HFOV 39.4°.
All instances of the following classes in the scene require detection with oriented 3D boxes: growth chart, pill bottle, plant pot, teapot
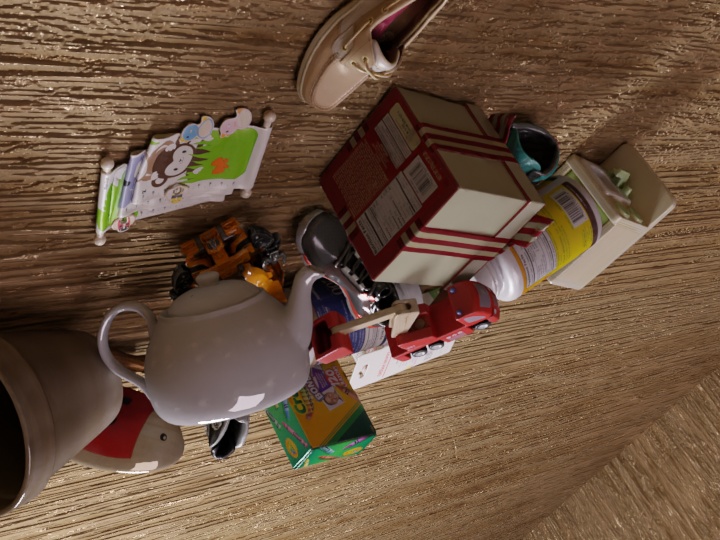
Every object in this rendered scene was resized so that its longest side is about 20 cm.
[{"bbox_3d":[-0.184,-0.102,1.044,0.199,0.018,0.145,-19,150,-25],"label":"growth chart"},{"bbox_3d":[0.210,-0.034,1.313,0.199,0.109,0.109,-32,155,-19],"label":"pill bottle"},{"bbox_3d":[-0.366,0.146,1.112,0.200,0.200,0.173,-49,165,31],"label":"plant pot"},{"bbox_3d":[-0.159,0.074,1.111,0.199,0.147,0.197,-21,-168,-37],"label":"teapot"},{"bbox_3d":[-0.017,0.058,1.380,0.199,0.111,0.111,-14,149,-30],"label":"pill bottle"}]

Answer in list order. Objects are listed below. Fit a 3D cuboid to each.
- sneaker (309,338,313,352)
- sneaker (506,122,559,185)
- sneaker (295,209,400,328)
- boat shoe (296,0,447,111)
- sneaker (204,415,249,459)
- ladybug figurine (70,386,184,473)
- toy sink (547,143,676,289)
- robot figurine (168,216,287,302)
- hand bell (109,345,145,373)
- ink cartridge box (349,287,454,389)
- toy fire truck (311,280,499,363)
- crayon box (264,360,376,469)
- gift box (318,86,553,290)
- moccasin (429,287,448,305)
[{"bbox_3d":[-0.103,0.097,1.287,0.072,0.200,0.083,-35,112,-21],"label":"sneaker"},{"bbox_3d":[0.178,-0.123,1.285,0.199,0.084,0.121,-31,169,-18],"label":"sneaker"},{"bbox_3d":[0.000,0.000,1.261,0.077,0.082,0.200,-52,125,-16],"label":"sneaker"},{"bbox_3d":[0.012,-0.224,0.982,0.074,0.069,0.200,3,137,-48],"label":"boat shoe"},{"bbox_3d":[-0.208,0.203,1.369,0.075,0.116,0.200,8,156,-33],"label":"sneaker"},{"bbox_3d":[-0.315,0.189,1.253,0.136,0.199,0.072,-65,166,-68],"label":"ladybug figurine"},{"bbox_3d":[0.338,-0.087,1.484,0.200,0.131,0.112,-44,150,25],"label":"toy sink"},{"bbox_3d":[-0.156,0.006,1.208,0.144,0.058,0.200,-29,154,-7],"label":"robot figurine"},{"bbox_3d":[-0.277,0.120,1.266,0.199,0.104,0.104,16,128,-41],"label":"hand bell"},{"bbox_3d":[0.058,0.107,1.587,0.199,0.067,0.117,-19,151,-25],"label":"ink cartridge box"},{"bbox_3d":[0.054,0.061,1.203,0.199,0.049,0.141,-26,154,23],"label":"toy fire truck"},{"bbox_3d":[-0.077,0.170,1.405,0.118,0.201,0.058,-5,144,-42],"label":"crayon box"},{"bbox_3d":[0.100,-0.094,1.169,0.186,0.185,0.200,6,142,-47],"label":"gift box"},{"bbox_3d":[0.161,0.006,1.510,0.073,0.078,0.202,18,114,-41],"label":"moccasin"}]
